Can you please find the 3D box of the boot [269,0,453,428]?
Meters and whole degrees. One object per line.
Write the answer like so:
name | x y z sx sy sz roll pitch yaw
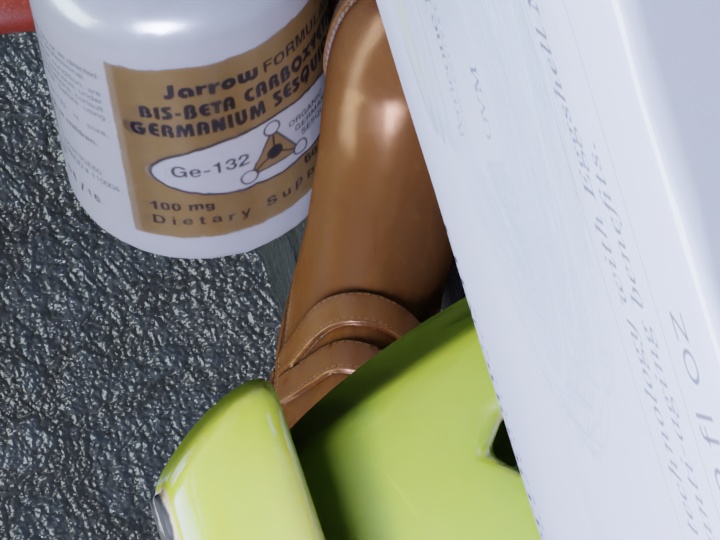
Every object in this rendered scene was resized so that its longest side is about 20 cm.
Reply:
boot | 0.000 0.000 1.100 0.200 0.077 0.155 109 178 -46

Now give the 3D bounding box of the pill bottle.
pill bottle | -0.068 -0.106 1.129 0.200 0.114 0.114 84 167 -52

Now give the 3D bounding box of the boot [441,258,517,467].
boot | 0.058 0.036 1.157 0.200 0.069 0.174 89 172 -49

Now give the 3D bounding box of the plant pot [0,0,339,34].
plant pot | -0.124 -0.186 1.284 0.201 0.195 0.201 -9 -90 -79

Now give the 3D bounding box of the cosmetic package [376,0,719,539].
cosmetic package | 0.072 -0.041 0.421 0.200 0.123 0.200 -143 36 -83

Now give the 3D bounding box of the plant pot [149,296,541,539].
plant pot | 0.053 0.094 0.754 0.200 0.181 0.199 144 108 -83
